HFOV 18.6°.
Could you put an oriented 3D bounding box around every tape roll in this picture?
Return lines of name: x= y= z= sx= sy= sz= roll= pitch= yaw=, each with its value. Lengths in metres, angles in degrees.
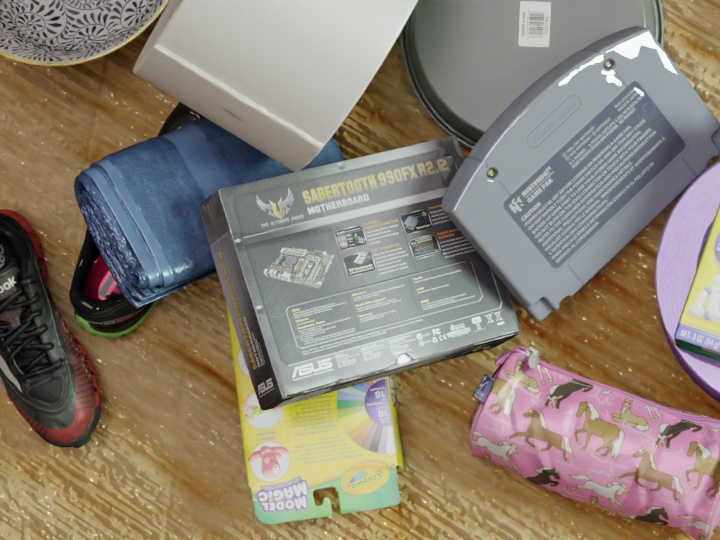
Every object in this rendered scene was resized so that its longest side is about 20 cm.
tape roll: x=0.313 y=0.009 z=1.589 sx=0.200 sy=0.066 sz=0.201 roll=-2 pitch=80 yaw=9
tape roll: x=-0.051 y=-0.189 z=1.560 sx=0.139 sy=0.203 sz=0.203 roll=31 pitch=86 yaw=-10

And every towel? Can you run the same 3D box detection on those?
towel: x=-0.107 y=-0.058 z=1.632 sx=0.200 sy=0.049 sz=0.112 roll=-25 pitch=83 yaw=-27

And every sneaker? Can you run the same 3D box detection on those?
sneaker: x=-0.258 y=0.041 z=1.665 sx=0.071 sy=0.098 sz=0.201 roll=-24 pitch=78 yaw=3
sneaker: x=-0.156 y=-0.040 z=1.668 sx=0.077 sy=0.084 sz=0.200 roll=25 pitch=85 yaw=12

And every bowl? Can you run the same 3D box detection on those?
bowl: x=-0.217 y=-0.244 z=1.709 sx=0.200 sy=0.094 sz=0.201 roll=-2 pitch=81 yaw=10

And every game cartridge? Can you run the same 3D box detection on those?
game cartridge: x=0.160 y=-0.077 z=1.604 sx=0.200 sy=0.041 sz=0.133 roll=-42 pitch=112 yaw=-7

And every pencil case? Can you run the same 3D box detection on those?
pencil case: x=0.178 y=0.124 z=1.585 sx=0.200 sy=0.087 sz=0.083 roll=20 pitch=53 yaw=12

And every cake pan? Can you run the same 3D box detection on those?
cake pan: x=0.128 y=-0.181 z=1.652 sx=0.200 sy=0.037 sz=0.201 roll=0 pitch=89 yaw=6

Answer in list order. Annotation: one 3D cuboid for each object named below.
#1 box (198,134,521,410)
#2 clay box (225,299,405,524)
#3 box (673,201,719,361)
box: x=0.000 y=0.000 z=1.601 sx=0.200 sy=0.048 sz=0.159 roll=-15 pitch=80 yaw=-24
clay box: x=-0.034 y=0.085 z=1.643 sx=0.115 sy=0.048 sz=0.201 roll=-8 pitch=79 yaw=7
box: x=0.305 y=-0.025 z=1.540 sx=0.117 sy=0.048 sz=0.200 roll=18 pitch=82 yaw=12
